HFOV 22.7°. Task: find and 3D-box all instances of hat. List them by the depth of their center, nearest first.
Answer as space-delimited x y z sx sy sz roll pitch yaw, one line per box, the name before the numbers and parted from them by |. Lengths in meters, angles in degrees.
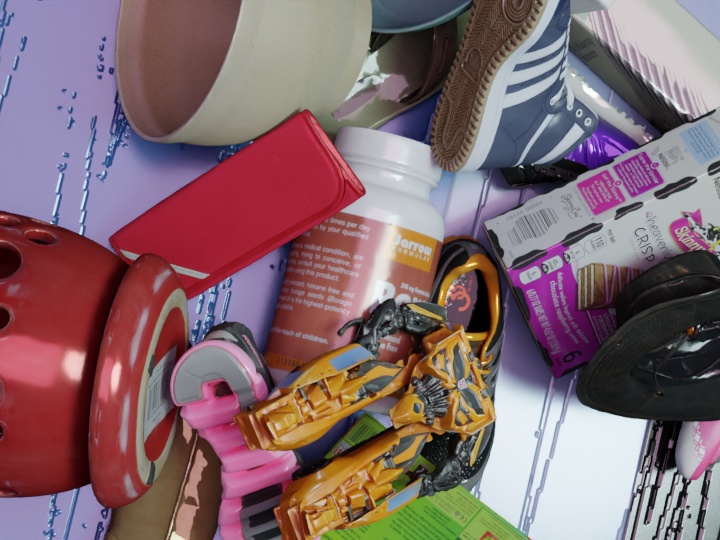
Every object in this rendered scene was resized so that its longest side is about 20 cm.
hat | 0.242 0.036 1.306 0.199 0.201 0.081 -11 57 -8

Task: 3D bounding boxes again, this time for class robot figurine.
robot figurine | 0.015 0.105 1.257 0.199 0.058 0.146 -27 99 -31

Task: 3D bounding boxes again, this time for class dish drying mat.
dish drying mat | -0.093 -0.040 1.319 0.199 0.018 0.077 -29 104 29

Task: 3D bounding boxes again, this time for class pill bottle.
pill bottle | 0.000 0.000 1.346 0.111 0.112 0.201 14 87 -7

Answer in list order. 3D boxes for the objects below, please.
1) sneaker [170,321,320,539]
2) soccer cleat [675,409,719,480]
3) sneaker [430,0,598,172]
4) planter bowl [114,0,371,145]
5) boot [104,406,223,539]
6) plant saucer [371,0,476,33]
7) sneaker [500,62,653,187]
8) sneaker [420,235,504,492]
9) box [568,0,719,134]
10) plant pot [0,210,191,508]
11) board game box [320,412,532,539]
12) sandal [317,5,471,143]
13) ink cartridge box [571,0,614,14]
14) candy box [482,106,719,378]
sneaker | -0.075 0.126 1.301 0.079 0.095 0.201 -13 111 7
soccer cleat | 0.282 0.065 1.413 0.086 0.070 0.201 29 81 8
sneaker | 0.132 -0.156 1.289 0.108 0.070 0.201 0 130 -31
planter bowl | -0.076 -0.181 1.315 0.134 0.200 0.202 10 86 -32
boot | -0.108 0.178 1.350 0.174 0.066 0.201 16 84 -8
plant saucer | 0.060 -0.260 1.351 0.036 0.199 0.201 33 82 -47
sneaker | 0.158 -0.094 1.399 0.200 0.070 0.100 42 90 -1
sneaker | 0.073 0.073 1.372 0.078 0.077 0.201 0 90 -10
box | 0.246 -0.153 1.402 0.200 0.082 0.068 41 84 -3
plant pot | -0.221 0.062 1.252 0.181 0.200 0.202 7 87 7
board game box | 0.043 0.201 1.314 0.102 0.048 0.200 -47 53 -12
sandal | 0.040 -0.167 1.384 0.201 0.057 0.080 -43 94 -8
ink cartridge box | 0.186 -0.290 1.363 0.067 0.117 0.201 41 73 -24
candy box | 0.208 -0.018 1.349 0.199 0.061 0.137 -27 134 3
